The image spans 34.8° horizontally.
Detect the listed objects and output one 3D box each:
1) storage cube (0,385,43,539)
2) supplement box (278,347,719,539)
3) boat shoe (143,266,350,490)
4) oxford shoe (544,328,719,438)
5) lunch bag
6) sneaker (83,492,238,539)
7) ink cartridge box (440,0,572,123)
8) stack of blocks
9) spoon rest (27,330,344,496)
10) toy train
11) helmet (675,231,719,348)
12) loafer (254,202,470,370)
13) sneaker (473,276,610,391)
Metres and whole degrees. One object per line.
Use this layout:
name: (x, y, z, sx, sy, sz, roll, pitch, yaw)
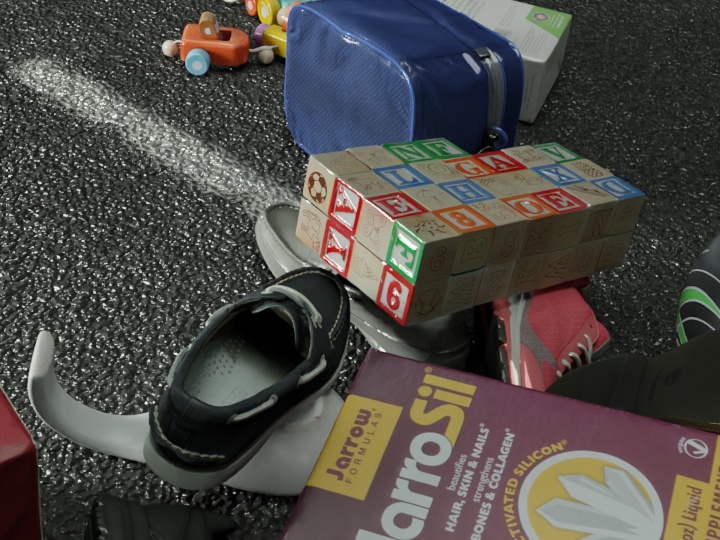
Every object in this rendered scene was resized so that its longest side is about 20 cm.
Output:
storage cube: (-0.257, 0.112, 0.518, 0.180, 0.171, 0.200, -18, 42, -29)
supplement box: (0.077, 0.136, 0.567, 0.200, 0.103, 0.131, 12, 48, 15)
boat shoe: (-0.051, 0.045, 0.658, 0.076, 0.060, 0.200, 26, 36, 5)
oxford shoe: (0.188, 0.077, 0.600, 0.200, 0.071, 0.071, -17, 28, 49)
lunch bag: (0.044, -0.143, 0.933, 0.132, 0.136, 0.200, -21, 45, -31)
sneaker: (-0.078, 0.183, 0.538, 0.091, 0.076, 0.200, 3, 40, -21)
ink cartridge box: (0.087, -0.217, 1.096, 0.200, 0.067, 0.117, 18, 39, 13)
stack of blocks: (0.073, -0.037, 0.751, 0.200, 0.059, 0.115, -12, 37, -37)
spoon rest: (-0.097, 0.086, 0.685, 0.200, 0.061, 0.099, 13, 36, -13)
toy train: (-0.106, -0.257, 1.131, 0.150, 0.056, 0.200, 8, 37, 1)
helmet: (0.280, 0.044, 0.678, 0.200, 0.200, 0.191, 1, 48, -7)
loafer: (0.000, 0.000, 0.790, 0.070, 0.070, 0.200, -27, 48, -36)
sneaker: (0.121, 0.049, 0.740, 0.087, 0.074, 0.200, 7, 36, -1)
